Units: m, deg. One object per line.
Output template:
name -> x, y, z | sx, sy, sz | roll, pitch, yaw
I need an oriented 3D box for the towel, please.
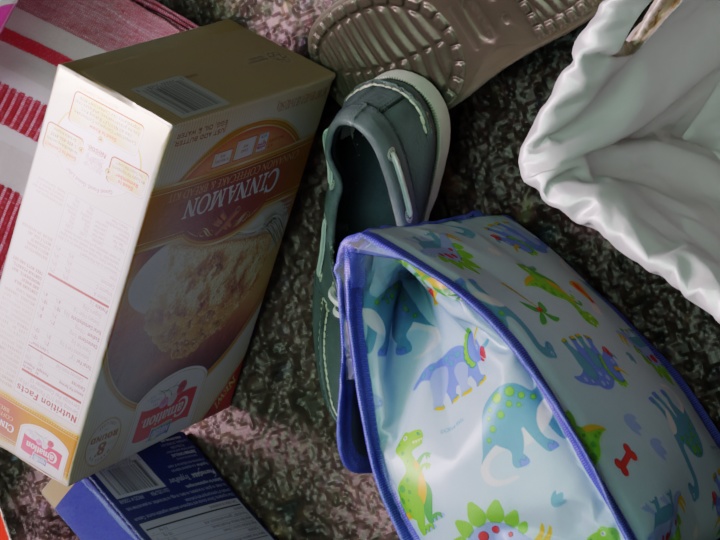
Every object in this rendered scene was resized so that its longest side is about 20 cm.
towel -> -0.165, -0.063, 1.375 | 0.143, 0.023, 0.201 | 28, 107, -10

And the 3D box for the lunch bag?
lunch bag -> 0.074, 0.065, 1.224 | 0.127, 0.170, 0.201 | -31, 80, 23

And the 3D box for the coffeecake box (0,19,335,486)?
coffeecake box -> -0.106, -0.012, 1.296 | 0.073, 0.153, 0.201 | 28, 115, 21

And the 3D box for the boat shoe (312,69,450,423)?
boat shoe -> 0.000, 0.000, 1.295 | 0.072, 0.062, 0.201 | 19, 118, 24

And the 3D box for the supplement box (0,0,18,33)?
supplement box -> -0.252, -0.186, 1.353 | 0.102, 0.103, 0.200 | -58, 37, 17

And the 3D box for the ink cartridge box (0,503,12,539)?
ink cartridge box -> -0.219, 0.215, 1.389 | 0.200, 0.043, 0.175 | -30, 78, 58

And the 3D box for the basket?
basket -> 0.214, -0.076, 1.153 | 0.200, 0.161, 0.199 | 36, 107, 19

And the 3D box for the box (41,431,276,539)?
box -> -0.064, 0.169, 1.322 | 0.200, 0.121, 0.032 | 46, 109, 17

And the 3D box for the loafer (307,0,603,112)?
loafer -> 0.058, -0.130, 1.278 | 0.199, 0.068, 0.076 | -18, 104, 41
